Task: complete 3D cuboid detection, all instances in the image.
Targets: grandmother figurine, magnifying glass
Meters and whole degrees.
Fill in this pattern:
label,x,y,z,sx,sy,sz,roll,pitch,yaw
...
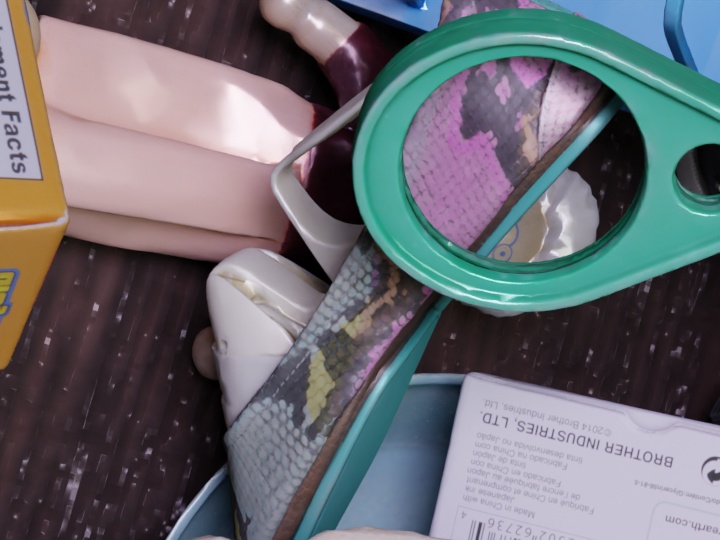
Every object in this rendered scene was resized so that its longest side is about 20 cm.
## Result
label,x,y,z,sx,sy,sz,roll,pitch,yaw
grandmother figurine,-0.022,-0.024,0.858,0.199,0.061,0.122,10,111,-20
magnifying glass,0.097,-0.025,0.733,0.199,0.022,0.080,2,118,1

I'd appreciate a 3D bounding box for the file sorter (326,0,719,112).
label,x,y,z,sx,sy,sz,roll,pitch,yaw
file sorter,0.072,-0.129,0.804,0.199,0.123,0.139,21,85,15

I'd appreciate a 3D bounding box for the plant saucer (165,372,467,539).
label,x,y,z,sx,sy,sz,roll,pitch,yaw
plant saucer,0.014,0.130,0.895,0.199,0.036,0.201,-2,95,-23

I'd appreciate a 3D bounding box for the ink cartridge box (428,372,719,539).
label,x,y,z,sx,sy,sz,roll,pitch,yaw
ink cartridge box,0.068,0.139,0.842,0.042,0.119,0.201,21,82,-67

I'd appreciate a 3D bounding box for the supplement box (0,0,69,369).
label,x,y,z,sx,sy,sz,roll,pitch,yaw
supplement box,-0.128,-0.071,0.748,0.069,0.067,0.201,4,53,-23

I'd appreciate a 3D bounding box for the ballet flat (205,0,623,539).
label,x,y,z,sx,sy,sz,roll,pitch,yaw
ballet flat,0.000,0.000,0.803,0.071,0.069,0.200,34,119,3

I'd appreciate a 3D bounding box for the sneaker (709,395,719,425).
label,x,y,z,sx,sy,sz,roll,pitch,yaw
sneaker,0.177,0.036,0.928,0.087,0.074,0.200,44,69,-27

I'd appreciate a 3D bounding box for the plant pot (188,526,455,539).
label,x,y,z,sx,sy,sz,roll,pitch,yaw
plant pot,-0.002,0.170,0.757,0.200,0.200,0.184,10,71,-22

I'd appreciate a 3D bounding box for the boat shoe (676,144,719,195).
label,x,y,z,sx,sy,sz,roll,pitch,yaw
boat shoe,0.130,-0.108,0.913,0.074,0.060,0.201,-3,94,-21
